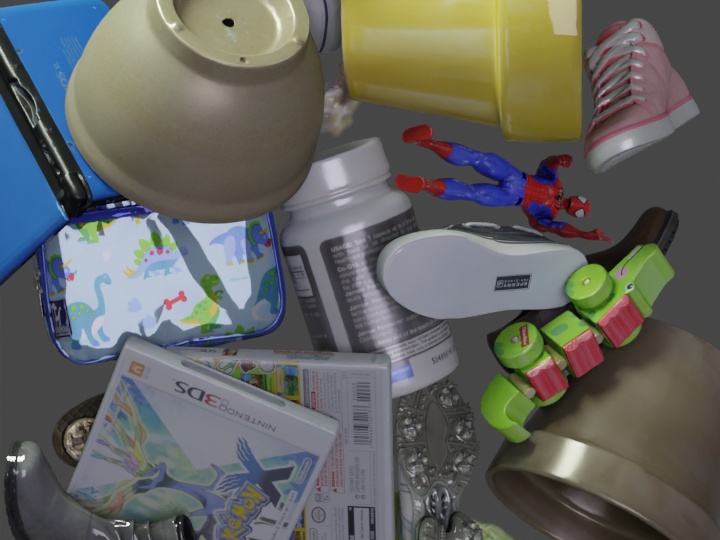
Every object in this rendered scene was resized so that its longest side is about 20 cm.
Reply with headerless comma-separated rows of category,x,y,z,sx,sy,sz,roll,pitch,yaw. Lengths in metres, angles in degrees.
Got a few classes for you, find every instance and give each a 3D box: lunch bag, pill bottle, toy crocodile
lunch bag,-0.166,-0.013,1.651,0.199,0.082,0.161,-7,92,-10
pill bottle,0.000,0.000,1.663,0.114,0.114,0.200,-18,97,-8
toy crocodile,0.175,0.056,1.638,0.200,0.062,0.068,-39,126,-8

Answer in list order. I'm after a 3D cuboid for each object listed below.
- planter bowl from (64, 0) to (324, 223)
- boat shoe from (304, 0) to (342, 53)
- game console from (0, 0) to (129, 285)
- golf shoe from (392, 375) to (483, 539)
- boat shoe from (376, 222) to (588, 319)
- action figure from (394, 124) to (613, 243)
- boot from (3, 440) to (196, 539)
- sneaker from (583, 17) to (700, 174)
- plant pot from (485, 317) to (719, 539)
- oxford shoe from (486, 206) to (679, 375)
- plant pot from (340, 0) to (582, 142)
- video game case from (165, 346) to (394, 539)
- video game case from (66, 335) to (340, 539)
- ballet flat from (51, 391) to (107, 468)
planter bowl,-0.111,-0.154,1.543,0.200,0.135,0.201,12,49,-14
boat shoe,-0.059,-0.244,1.612,0.067,0.074,0.200,-24,141,-13
game console,-0.251,-0.101,1.612,0.170,0.118,0.200,-13,60,-34
golf shoe,0.052,0.187,1.707,0.078,0.097,0.200,7,65,-23
boat shoe,0.089,-0.008,1.634,0.200,0.068,0.072,-2,115,-33
action figure,0.134,-0.069,1.663,0.200,0.099,0.065,13,85,-42
boot,-0.199,0.206,1.628,0.131,0.070,0.200,-8,128,12
sneaker,0.211,-0.145,1.662,0.075,0.200,0.105,-28,92,27
plant pot,0.229,0.140,1.688,0.200,0.200,0.174,32,73,-11
oxford shoe,0.187,0.009,1.720,0.200,0.073,0.084,-44,89,-9
plant pot,0.084,-0.201,1.632,0.188,0.201,0.201,-1,95,6
video game case,-0.064,0.153,1.648,0.182,0.023,0.200,2,119,6
video game case,-0.134,0.167,1.639,0.182,0.022,0.200,23,120,-3
ballet flat,-0.154,0.128,1.680,0.199,0.046,0.068,-5,95,-9
